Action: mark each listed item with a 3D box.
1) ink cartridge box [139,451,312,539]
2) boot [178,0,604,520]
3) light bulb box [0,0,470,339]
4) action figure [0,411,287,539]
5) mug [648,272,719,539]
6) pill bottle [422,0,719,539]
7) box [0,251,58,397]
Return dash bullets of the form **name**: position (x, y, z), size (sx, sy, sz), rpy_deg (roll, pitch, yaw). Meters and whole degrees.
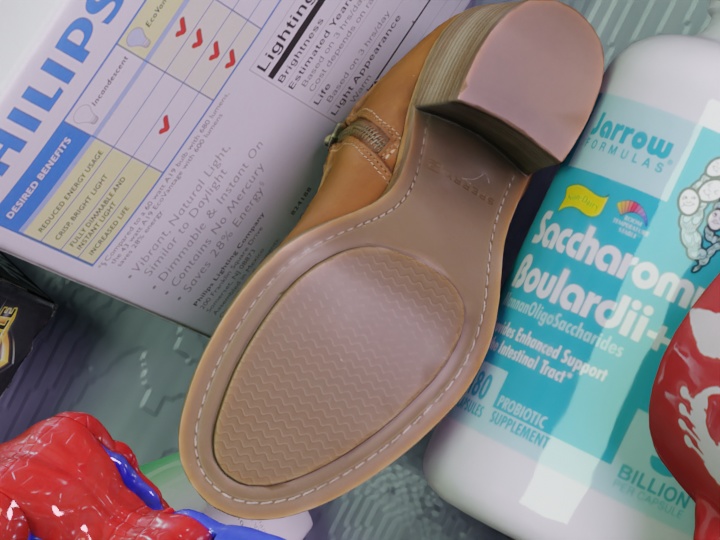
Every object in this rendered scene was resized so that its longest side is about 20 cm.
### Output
- **ink cartridge box**: position (-0.122, 0.132, 0.875), size (0.161, 0.200, 0.050), rpy_deg (-19, 103, 27)
- **boot**: position (0.000, 0.000, 0.866), size (0.074, 0.155, 0.200), rpy_deg (41, 77, -9)
- **light bulb box**: position (-0.078, -0.103, 0.911), size (0.125, 0.200, 0.198), rpy_deg (37, 95, 31)
- **action figure**: position (-0.048, 0.108, 0.769), size (0.200, 0.065, 0.099), rpy_deg (23, 133, 22)
- **mug**: position (0.159, 0.083, 0.685), size (0.177, 0.134, 0.200), rpy_deg (-21, 48, -22)
- **pill bottle**: position (0.108, 0.001, 0.832), size (0.111, 0.111, 0.200), rpy_deg (24, 89, 32)
- **box**: position (-0.230, 0.046, 1.020), size (0.200, 0.050, 0.199), rpy_deg (38, 98, 44)
